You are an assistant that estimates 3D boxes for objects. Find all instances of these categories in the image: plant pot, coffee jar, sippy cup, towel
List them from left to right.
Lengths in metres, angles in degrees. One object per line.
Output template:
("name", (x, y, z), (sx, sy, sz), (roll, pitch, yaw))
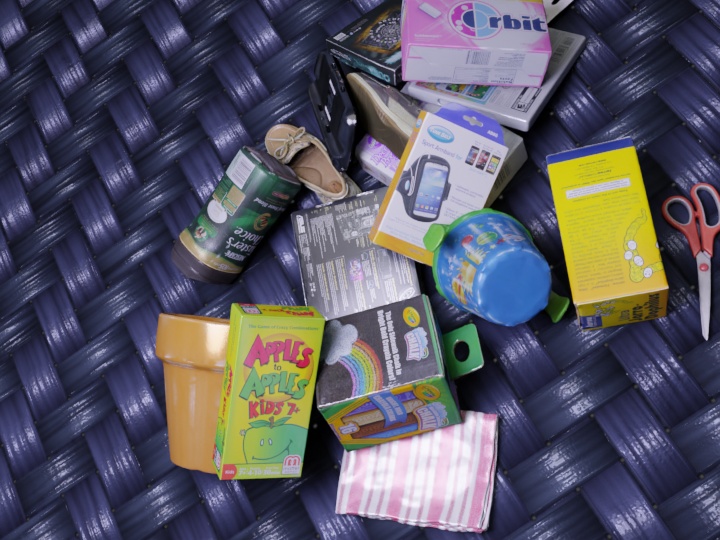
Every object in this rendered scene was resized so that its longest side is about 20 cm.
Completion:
("plant pot", (-0.171, 0.158, 1.122), (0.199, 0.200, 0.185), (7, 87, 21))
("coffee jar", (-0.177, -0.071, 1.228), (0.085, 0.104, 0.200), (44, 105, 24))
("towel", (0.069, 0.241, 1.088), (0.198, 0.030, 0.147), (2, 70, 19))
("sippy cup", (0.167, 0.004, 1.059), (0.176, 0.130, 0.141), (-7, 105, -8))

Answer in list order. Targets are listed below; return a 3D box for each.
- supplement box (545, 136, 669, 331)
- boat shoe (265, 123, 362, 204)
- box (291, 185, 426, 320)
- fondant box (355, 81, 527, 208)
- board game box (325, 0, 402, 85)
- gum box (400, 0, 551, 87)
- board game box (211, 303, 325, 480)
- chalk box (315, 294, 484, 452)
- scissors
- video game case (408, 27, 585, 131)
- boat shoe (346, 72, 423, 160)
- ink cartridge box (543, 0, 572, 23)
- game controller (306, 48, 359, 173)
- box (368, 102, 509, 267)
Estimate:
("supplement box", (0.304, -0.043, 1.075), (0.109, 0.109, 0.202), (-11, 67, 14))
("boat shoe", (-0.073, -0.159, 1.272), (0.200, 0.063, 0.073), (41, 86, 27))
("box", (0.000, 0.000, 1.178), (0.159, 0.044, 0.202), (-15, 76, 13))
("fondant box", (0.110, -0.162, 1.215), (0.200, 0.058, 0.145), (36, 84, 28))
("board game box", (0.067, -0.345, 1.250), (0.135, 0.028, 0.200), (33, 59, 32))
("gum box", (0.155, -0.311, 1.159), (0.198, 0.066, 0.114), (3, 57, -3))
("board game box", (-0.109, 0.143, 1.022), (0.048, 0.101, 0.202), (-143, 59, -63))
("chalk box", (0.052, 0.122, 1.073), (0.198, 0.124, 0.125), (-14, 51, 7))
("scissors", (0.430, -0.016, 1.075), (0.073, 0.014, 0.201), (-14, 65, 11))
("video game case", (0.192, -0.285, 1.218), (0.181, 0.024, 0.200), (21, 57, 24))
("boat shoe", (0.051, -0.209, 1.189), (0.066, 0.072, 0.201), (-25, 52, -20))
("ink cartridge box", (0.236, -0.459, 1.277), (0.116, 0.068, 0.200), (-43, 59, -2))
("game controller", (-0.036, -0.232, 1.247), (0.042, 0.105, 0.201), (4, 42, -23))
("box", (0.103, -0.109, 1.107), (0.118, 0.041, 0.201), (21, 97, -14))
